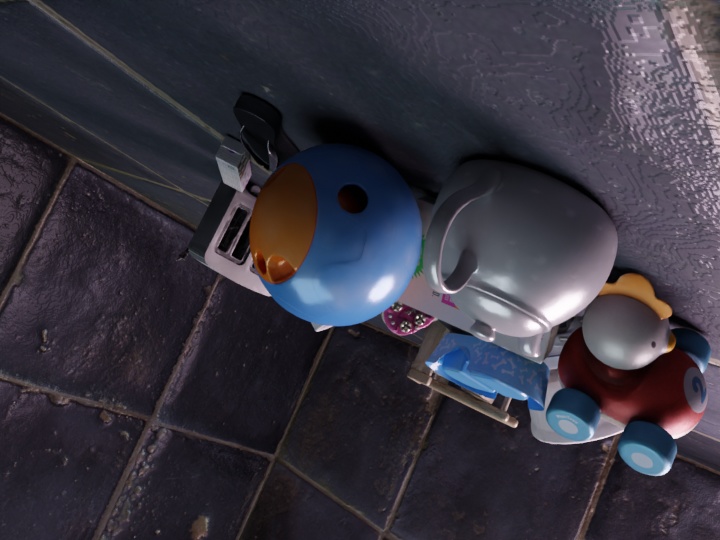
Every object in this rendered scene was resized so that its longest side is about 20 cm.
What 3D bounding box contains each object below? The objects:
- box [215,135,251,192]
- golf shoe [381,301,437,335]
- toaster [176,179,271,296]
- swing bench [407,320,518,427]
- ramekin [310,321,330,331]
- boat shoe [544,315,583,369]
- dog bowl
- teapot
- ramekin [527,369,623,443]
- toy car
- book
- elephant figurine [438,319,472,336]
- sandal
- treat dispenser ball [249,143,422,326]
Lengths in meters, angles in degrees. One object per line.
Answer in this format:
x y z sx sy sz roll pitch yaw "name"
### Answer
-0.206 -0.171 1.147 0.041 0.039 0.200 27 173 -4 "box"
0.121 0.040 1.072 0.195 0.077 0.091 -15 -179 -10 "golf shoe"
-0.227 -0.060 1.377 0.179 0.203 0.118 30 176 -31 "toaster"
0.191 0.116 1.134 0.197 0.203 0.130 21 172 25 "swing bench"
0.000 0.000 1.035 0.107 0.197 0.200 64 176 7 "ramekin"
0.306 0.095 0.987 0.196 0.067 0.072 -13 178 25 "boat shoe"
0.165 0.127 0.906 0.110 0.050 0.199 32 167 -21 "dog bowl"
0.141 -0.004 0.679 0.197 0.149 0.197 27 172 -5 "teapot"
0.371 0.203 1.175 0.196 0.100 0.200 -19 -177 1 "ramekin"
0.320 0.088 0.806 0.174 0.185 0.203 21 143 27 "toy car"
0.146 0.006 0.832 0.197 0.137 0.048 22 -155 26 "book"
0.181 0.026 0.924 0.143 0.153 0.200 57 164 6 "elephant figurine"
-0.129 -0.165 0.900 0.075 0.044 0.200 25 173 9 "sandal"
-0.028 -0.040 0.795 0.197 0.204 0.201 25 173 3 "treat dispenser ball"
